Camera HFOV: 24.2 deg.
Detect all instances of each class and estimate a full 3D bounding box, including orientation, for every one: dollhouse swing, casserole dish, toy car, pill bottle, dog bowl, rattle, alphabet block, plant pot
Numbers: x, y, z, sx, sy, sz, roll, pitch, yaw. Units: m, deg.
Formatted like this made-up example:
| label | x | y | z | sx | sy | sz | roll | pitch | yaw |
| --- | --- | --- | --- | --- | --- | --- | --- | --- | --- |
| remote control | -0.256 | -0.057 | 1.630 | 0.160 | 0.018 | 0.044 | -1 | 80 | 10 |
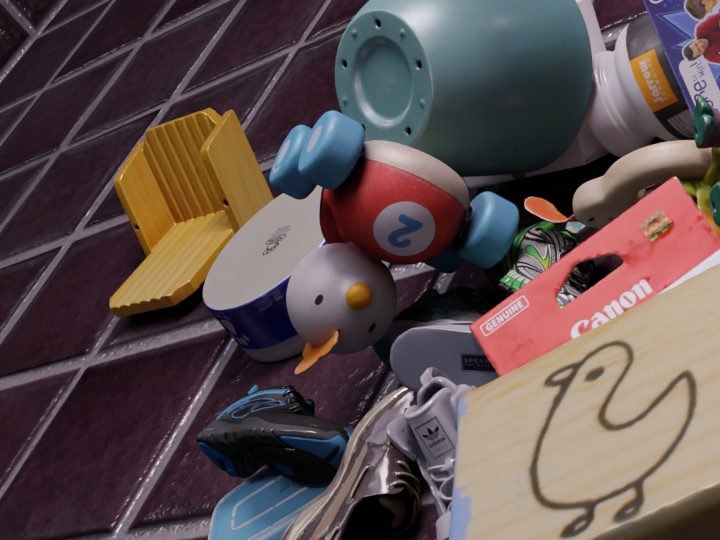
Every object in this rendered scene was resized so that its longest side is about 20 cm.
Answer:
| label | x | y | z | sx | sy | sz | roll | pitch | yaw |
| --- | --- | --- | --- | --- | --- | --- | --- | --- | --- |
| dollhouse swing | -0.238 | -0.068 | 2.013 | 0.200 | 0.182 | 0.176 | -11 | 18 | 48 |
| casserole dish | -0.062 | 0.202 | 1.437 | 0.200 | 0.039 | 0.121 | -32 | 26 | 18 |
| toy car | 0.000 | 0.000 | 1.408 | 0.201 | 0.184 | 0.177 | -67 | 16 | -10 |
| pill bottle | 0.293 | -0.180 | 1.453 | 0.199 | 0.116 | 0.117 | -26 | 28 | 31 |
| dog bowl | -0.065 | -0.004 | 1.738 | 0.200 | 0.079 | 0.200 | -34 | 25 | 18 |
| rattle | 0.226 | -0.018 | 1.326 | 0.199 | 0.144 | 0.130 | -17 | -12 | 29 |
| alphabet block | 0.185 | 0.151 | 0.963 | 0.200 | 0.196 | 0.196 | -30 | 28 | 24 |
| plant pot | 0.075 | -0.172 | 1.469 | 0.160 | 0.202 | 0.200 | -14 | 3 | -40 |

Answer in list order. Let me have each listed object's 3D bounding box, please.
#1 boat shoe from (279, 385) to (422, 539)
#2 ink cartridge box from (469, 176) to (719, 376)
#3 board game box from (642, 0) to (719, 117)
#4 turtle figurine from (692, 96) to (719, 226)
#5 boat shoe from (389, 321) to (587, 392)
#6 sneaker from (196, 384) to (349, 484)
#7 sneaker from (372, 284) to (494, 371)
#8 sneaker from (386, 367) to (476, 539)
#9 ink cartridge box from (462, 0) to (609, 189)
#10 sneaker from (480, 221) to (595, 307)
| label | x | y | z | sx | sy | sz | roll | pitch | yaw |
| --- | --- | --- | --- | --- | --- | --- | --- | --- | --- |
| boat shoe | 0.018 | 0.180 | 1.331 | 0.073 | 0.074 | 0.200 | 20 | 72 | 51 |
| ink cartridge box | 0.190 | 0.047 | 1.204 | 0.200 | 0.044 | 0.174 | -37 | 63 | 11 |
| board game box | 0.315 | -0.184 | 1.349 | 0.135 | 0.201 | 0.034 | -26 | -9 | 30 |
| turtle figurine | 0.350 | -0.092 | 1.223 | 0.199 | 0.101 | 0.150 | -10 | 52 | 1 |
| boat shoe | 0.125 | 0.072 | 1.302 | 0.198 | 0.074 | 0.068 | -1 | 10 | 24 |
| sneaker | -0.068 | 0.130 | 1.430 | 0.200 | 0.073 | 0.082 | -3 | 45 | 55 |
| sneaker | 0.089 | 0.047 | 1.433 | 0.091 | 0.078 | 0.200 | -47 | 26 | -23 |
| sneaker | 0.069 | 0.160 | 1.214 | 0.075 | 0.115 | 0.200 | -29 | 27 | 27 |
| ink cartridge box | 0.143 | -0.164 | 1.596 | 0.084 | 0.146 | 0.200 | -26 | 11 | -40 |
| sneaker | 0.159 | 0.004 | 1.390 | 0.085 | 0.078 | 0.200 | -39 | 23 | 3 |
